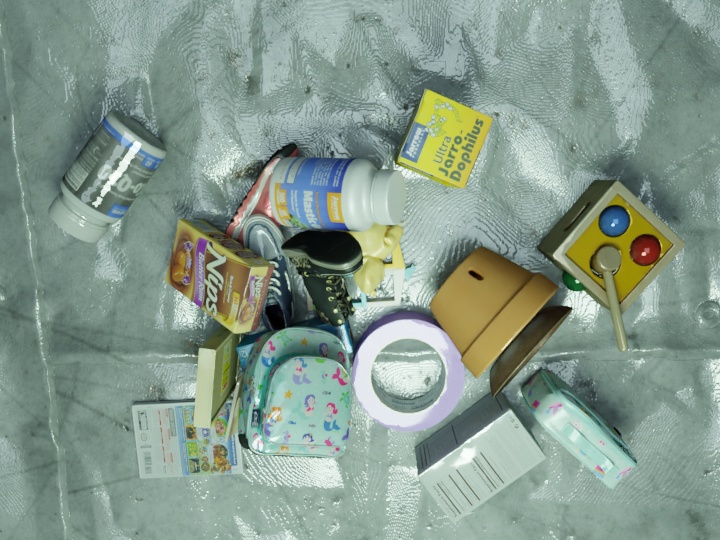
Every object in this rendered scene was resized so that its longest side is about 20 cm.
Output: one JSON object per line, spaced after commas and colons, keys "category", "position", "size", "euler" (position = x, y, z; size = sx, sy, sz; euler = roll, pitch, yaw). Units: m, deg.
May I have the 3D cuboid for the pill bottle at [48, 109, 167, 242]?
{"category": "pill bottle", "position": [-0.426, -0.154, 1.021], "size": [0.113, 0.114, 0.201], "euler": [38, 98, -4]}

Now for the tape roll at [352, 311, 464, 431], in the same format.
{"category": "tape roll", "position": [0.084, 0.178, 1.085], "size": [0.196, 0.066, 0.204], "euler": [0, 98, 1]}

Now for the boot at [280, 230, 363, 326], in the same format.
{"category": "boot", "position": [-0.038, 0.018, 0.975], "size": [0.073, 0.202, 0.155], "euler": [-37, 117, -24]}

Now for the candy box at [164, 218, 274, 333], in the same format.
{"category": "candy box", "position": [-0.238, 0.005, 1.013], "size": [0.198, 0.056, 0.118], "euler": [28, 109, 31]}

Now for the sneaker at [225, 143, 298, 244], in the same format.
{"category": "sneaker", "position": [-0.151, -0.124, 1.051], "size": [0.086, 0.074, 0.201], "euler": [32, 105, -14]}

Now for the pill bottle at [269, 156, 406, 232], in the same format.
{"category": "pill bottle", "position": [-0.034, -0.119, 0.954], "size": [0.197, 0.112, 0.114], "euler": [6, 100, 25]}

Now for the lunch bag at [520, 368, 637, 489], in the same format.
{"category": "lunch bag", "position": [0.376, 0.269, 1.044], "size": [0.199, 0.160, 0.077], "euler": [41, 98, -4]}

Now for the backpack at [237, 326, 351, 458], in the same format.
{"category": "backpack", "position": [-0.098, 0.190, 0.963], "size": [0.175, 0.150, 0.203], "euler": [11, 72, -23]}

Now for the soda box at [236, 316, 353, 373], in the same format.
{"category": "soda box", "position": [-0.113, 0.131, 1.080], "size": [0.197, 0.068, 0.065], "euler": [-14, 100, 3]}

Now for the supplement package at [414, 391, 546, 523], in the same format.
{"category": "supplement package", "position": [0.206, 0.324, 1.080], "size": [0.199, 0.114, 0.110], "euler": [-38, 95, 8]}

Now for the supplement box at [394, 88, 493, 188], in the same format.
{"category": "supplement box", "position": [0.123, -0.201, 0.958], "size": [0.108, 0.200, 0.110], "euler": [22, 99, -2]}

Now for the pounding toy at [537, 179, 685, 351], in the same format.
{"category": "pounding toy", "position": [0.413, -0.013, 1.009], "size": [0.184, 0.142, 0.201], "euler": [40, 97, -4]}

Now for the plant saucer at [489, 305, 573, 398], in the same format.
{"category": "plant saucer", "position": [0.277, 0.127, 1.019], "size": [0.037, 0.200, 0.201], "euler": [43, 98, 19]}

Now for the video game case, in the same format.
{"category": "video game case", "position": [-0.321, 0.314, 1.137], "size": [0.196, 0.018, 0.146], "euler": [-3, 98, 2]}

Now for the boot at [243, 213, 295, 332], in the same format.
{"category": "boot", "position": [-0.149, 0.011, 1.023], "size": [0.072, 0.091, 0.203], "euler": [-14, 116, 2]}

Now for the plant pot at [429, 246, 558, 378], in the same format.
{"category": "plant pot", "position": [0.209, 0.057, 1.010], "size": [0.140, 0.200, 0.201], "euler": [42, 98, 15]}

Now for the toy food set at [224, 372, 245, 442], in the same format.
{"category": "toy food set", "position": [-0.130, 0.259, 1.069], "size": [0.197, 0.061, 0.145], "euler": [10, 119, -12]}

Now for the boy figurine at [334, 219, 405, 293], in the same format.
{"category": "boy figurine", "position": [0.017, -0.063, 1.030], "size": [0.122, 0.064, 0.204], "euler": [-5, 87, 1]}

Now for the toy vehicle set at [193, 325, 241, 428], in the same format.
{"category": "toy vehicle set", "position": [-0.236, 0.165, 1.021], "size": [0.026, 0.200, 0.127], "euler": [6, 98, 0]}

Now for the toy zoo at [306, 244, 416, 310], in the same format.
{"category": "toy zoo", "position": [0.000, 0.000, 1.081], "size": [0.196, 0.020, 0.134], "euler": [-4, 98, 1]}
